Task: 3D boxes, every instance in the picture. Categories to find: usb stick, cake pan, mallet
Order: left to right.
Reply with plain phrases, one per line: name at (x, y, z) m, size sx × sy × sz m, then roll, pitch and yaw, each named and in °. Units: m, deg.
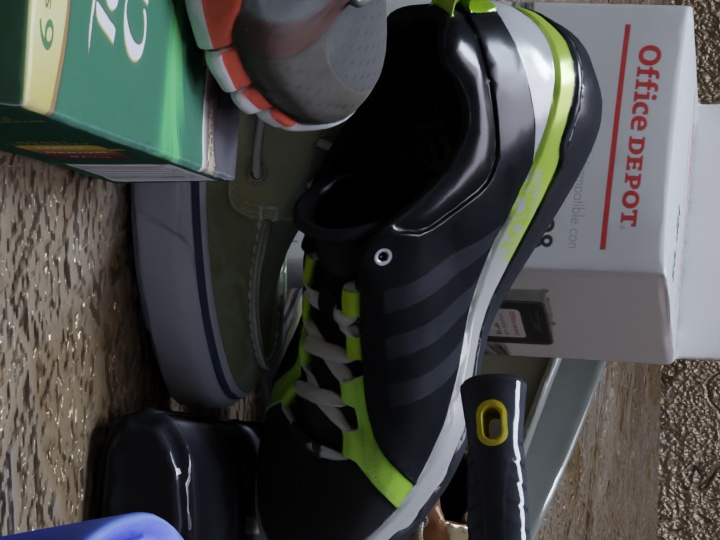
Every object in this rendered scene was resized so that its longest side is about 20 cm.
usb stick at (-0.047, 0.076, 0.824) m, size 0.200 × 0.033 × 0.056 m, roll 24°, pitch 62°, yaw -78°
cake pan at (0.074, 0.047, 1.047) m, size 0.200 × 0.037 × 0.200 m, roll 21°, pitch 90°, yaw -79°
mallet at (0.051, 0.127, 0.693) m, size 0.041 × 0.066 × 0.200 m, roll 55°, pitch 39°, yaw -69°

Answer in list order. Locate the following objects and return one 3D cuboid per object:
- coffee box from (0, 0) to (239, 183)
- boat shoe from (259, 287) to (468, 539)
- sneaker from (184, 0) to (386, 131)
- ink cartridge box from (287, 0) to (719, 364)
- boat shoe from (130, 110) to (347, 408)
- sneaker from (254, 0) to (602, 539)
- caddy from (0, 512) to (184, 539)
coffee box at (-0.070, -0.089, 0.633) m, size 0.200 × 0.044 × 0.123 m, roll 21°, pitch 73°, yaw -78°
boat shoe at (0.021, 0.096, 0.872) m, size 0.076 × 0.072 × 0.200 m, roll -80°, pitch 157°, yaw -61°
sneaker at (-0.003, -0.104, 0.640) m, size 0.200 × 0.082 × 0.077 m, roll 74°, pitch 20°, yaw -56°
ink cartridge box at (0.058, -0.034, 0.888) m, size 0.067 × 0.200 × 0.116 m, roll 72°, pitch 23°, yaw -58°
boat shoe at (-0.034, -0.050, 0.773) m, size 0.072 × 0.062 × 0.200 m, roll -58°, pitch 150°, yaw -68°
sneaker at (0.000, 0.000, 0.761) m, size 0.083 × 0.072 × 0.200 m, roll 13°, pitch 102°, yaw -47°
caddy at (-0.081, 0.142, 0.501) m, size 0.141 × 0.105 × 0.200 m, roll 56°, pitch 31°, yaw -31°
